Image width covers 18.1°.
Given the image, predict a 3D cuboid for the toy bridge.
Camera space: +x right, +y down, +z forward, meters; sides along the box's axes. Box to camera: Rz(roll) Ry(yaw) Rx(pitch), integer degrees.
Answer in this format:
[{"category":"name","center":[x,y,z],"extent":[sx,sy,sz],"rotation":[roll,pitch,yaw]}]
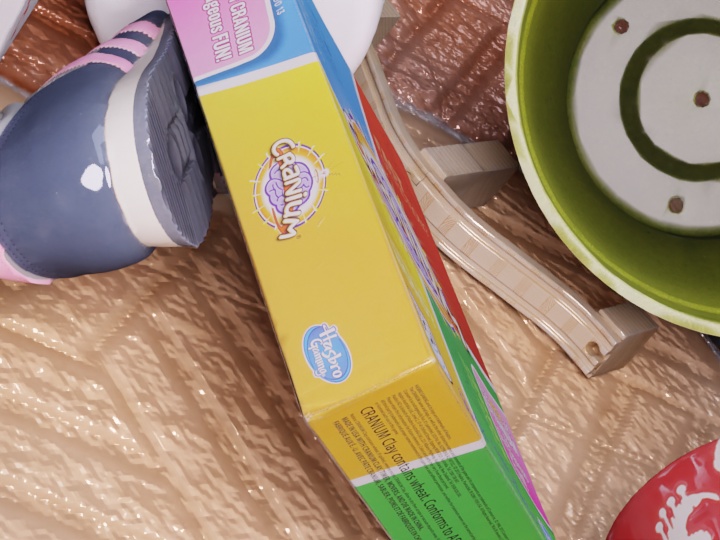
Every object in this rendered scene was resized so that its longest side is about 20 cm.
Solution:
[{"category":"toy bridge","center":[0.038,-0.039,0.923],"extent":[0.200,0.027,0.067],"rotation":[52,30,17]}]

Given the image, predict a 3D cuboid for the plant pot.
[{"category":"plant pot","center":[0.155,-0.077,0.940],"extent":[0.200,0.201,0.193],"rotation":[40,2,-1]}]

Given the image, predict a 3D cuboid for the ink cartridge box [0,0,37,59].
[{"category":"ink cartridge box","center":[-0.118,-0.176,0.795],"extent":[0.083,0.145,0.200],"rotation":[26,30,-8]}]

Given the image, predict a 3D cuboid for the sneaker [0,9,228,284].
[{"category":"sneaker","center":[-0.089,-0.041,0.732],"extent":[0.200,0.082,0.070],"rotation":[-76,150,-81]}]

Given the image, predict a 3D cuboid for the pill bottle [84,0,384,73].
[{"category":"pill bottle","center":[-0.037,-0.149,0.897],"extent":[0.113,0.113,0.200],"rotation":[34,29,-12]}]

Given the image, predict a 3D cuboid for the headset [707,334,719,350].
[{"category":"headset","center":[0.245,0.042,0.995],"extent":[0.200,0.094,0.123],"rotation":[36,27,16]}]

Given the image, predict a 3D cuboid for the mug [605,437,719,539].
[{"category":"mug","center":[0.138,0.144,0.684],"extent":[0.177,0.134,0.200],"rotation":[25,29,-31]}]

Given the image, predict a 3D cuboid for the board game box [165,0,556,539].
[{"category":"board game box","center":[0.000,0.000,0.724],"extent":[0.153,0.040,0.200],"rotation":[58,9,-51]}]
